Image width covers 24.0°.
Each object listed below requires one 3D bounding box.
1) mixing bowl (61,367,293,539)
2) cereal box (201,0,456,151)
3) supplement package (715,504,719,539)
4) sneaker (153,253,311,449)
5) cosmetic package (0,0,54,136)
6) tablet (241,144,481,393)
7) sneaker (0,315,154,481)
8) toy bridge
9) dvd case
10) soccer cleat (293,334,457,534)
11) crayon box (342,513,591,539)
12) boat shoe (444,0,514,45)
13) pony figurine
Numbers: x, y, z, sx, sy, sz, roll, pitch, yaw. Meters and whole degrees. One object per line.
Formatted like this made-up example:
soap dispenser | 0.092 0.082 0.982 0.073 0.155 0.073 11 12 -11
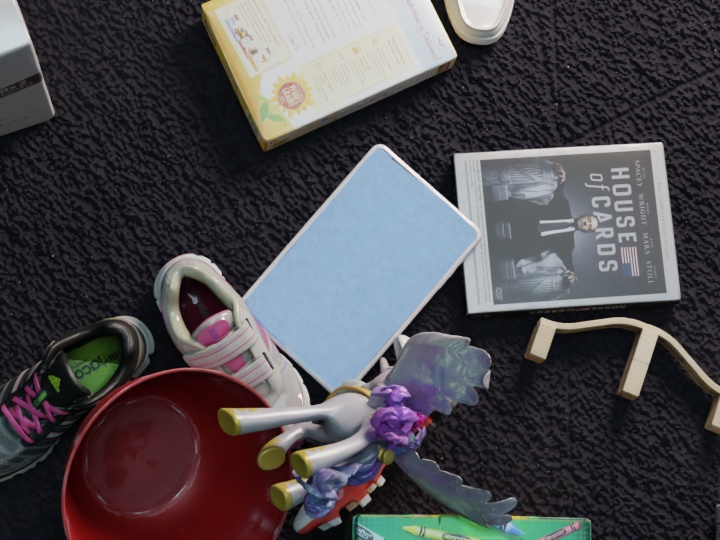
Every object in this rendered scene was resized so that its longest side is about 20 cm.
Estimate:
mixing bowl | -0.167 0.168 1.416 0.198 0.108 0.202 -5 102 -25
cereal box | -0.029 -0.215 1.560 0.198 0.040 0.145 -24 81 -10
supplement package | 0.406 0.303 1.432 0.189 0.147 0.202 6 78 -3
sneaker | -0.116 0.071 1.462 0.081 0.088 0.201 -38 83 -2
cosmetic package | -0.372 -0.204 1.447 0.164 0.200 0.166 -22 81 -8
tablet | 0.000 0.000 1.520 0.130 0.014 0.200 41 86 5
sneaker | -0.263 0.104 1.449 0.199 0.087 0.074 -37 83 -11
toy bridge | 0.251 0.083 1.527 0.198 0.027 0.068 21 76 0
dvd case | 0.187 -0.038 1.549 0.198 0.025 0.152 -4 79 -5
soccer cleat | 0.000 0.143 1.472 0.085 0.069 0.200 45 74 -1
crayon box | 0.087 0.240 1.434 0.198 0.119 0.059 2 78 -5
boat shoe | 0.116 -0.313 1.577 0.070 0.069 0.202 4 79 -6
pony figurine | 0.016 0.127 1.352 0.199 0.192 0.168 -20 117 -33
